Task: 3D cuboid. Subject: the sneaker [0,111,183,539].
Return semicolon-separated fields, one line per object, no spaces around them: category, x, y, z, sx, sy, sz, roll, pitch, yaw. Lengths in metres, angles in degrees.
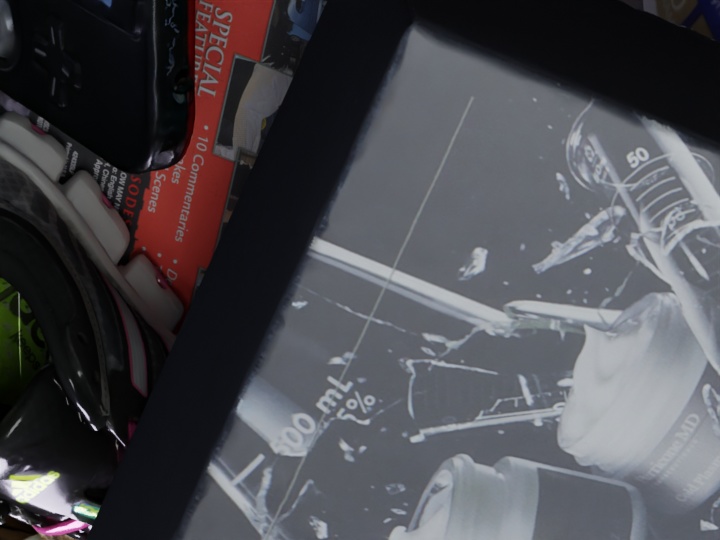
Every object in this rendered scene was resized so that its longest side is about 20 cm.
sneaker;-0.066;0.048;0.754;0.200;0.087;0.074;49;120;0

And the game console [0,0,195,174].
game console;-0.129;-0.129;0.698;0.118;0.172;0.201;-15;120;-31

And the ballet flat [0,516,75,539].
ballet flat;-0.121;0.066;0.809;0.070;0.065;0.200;-27;116;35

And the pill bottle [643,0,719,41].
pill bottle;0.157;-0.101;0.695;0.119;0.120;0.200;13;151;-13

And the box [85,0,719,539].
box;0.048;0.048;0.669;0.181;0.104;0.201;21;109;-11

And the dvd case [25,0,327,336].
dvd case;0.000;0.000;0.771;0.199;0.022;0.147;22;116;16
